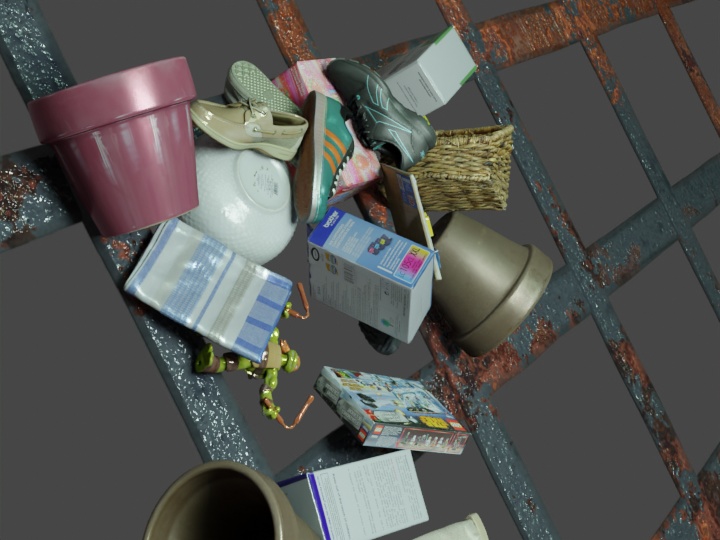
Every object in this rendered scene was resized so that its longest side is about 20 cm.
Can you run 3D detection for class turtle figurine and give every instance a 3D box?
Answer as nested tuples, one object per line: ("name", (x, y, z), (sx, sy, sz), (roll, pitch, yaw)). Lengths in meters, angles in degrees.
("turtle figurine", (-0.138, 0.100, 1.419), (0.159, 0.064, 0.204), (17, 66, -31))

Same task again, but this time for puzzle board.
("puzzle board", (0.073, -0.076, 1.574), (0.017, 0.200, 0.153), (-17, 103, -9))

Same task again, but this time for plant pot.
("plant pot", (-0.126, 0.333, 1.239), (0.174, 0.198, 0.204), (33, 47, -54))
("plant pot", (-0.282, -0.146, 1.314), (0.199, 0.198, 0.182), (-28, 106, -49))
("plant pot", (0.175, 0.005, 1.700), (0.174, 0.200, 0.201), (40, 45, -10))

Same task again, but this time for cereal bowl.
("cereal bowl", (-0.158, -0.110, 1.494), (0.198, 0.083, 0.203), (24, 53, -36))

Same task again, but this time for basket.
("basket", (0.131, -0.185, 1.700), (0.143, 0.197, 0.152), (42, 52, -60))

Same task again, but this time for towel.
("towel", (-0.191, 0.020, 1.382), (0.198, 0.024, 0.148), (30, 45, -7))

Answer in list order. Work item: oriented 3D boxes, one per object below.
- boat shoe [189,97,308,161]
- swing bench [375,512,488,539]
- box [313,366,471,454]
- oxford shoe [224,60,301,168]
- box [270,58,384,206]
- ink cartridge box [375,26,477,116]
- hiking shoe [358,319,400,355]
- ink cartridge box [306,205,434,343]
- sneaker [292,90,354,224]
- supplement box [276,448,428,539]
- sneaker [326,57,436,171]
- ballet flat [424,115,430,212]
("boat shoe", (-0.148, -0.200, 1.438), (0.198, 0.065, 0.072), (12, 30, -49))
("swing bench", (0.041, 0.404, 1.347), (0.197, 0.199, 0.132), (-4, 73, -47))
("box", (0.046, 0.199, 1.523), (0.198, 0.040, 0.137), (14, 19, -42))
("oxford shoe", (-0.127, -0.216, 1.573), (0.200, 0.058, 0.075), (48, 48, 7))
("box", (-0.059, -0.206, 1.633), (0.094, 0.102, 0.203), (-17, 84, -49))
("ink cartridge box", (0.069, -0.290, 1.738), (0.085, 0.198, 0.145), (54, 41, -14))
("hiking shoe", (0.045, 0.030, 1.640), (0.100, 0.075, 0.203), (8, 64, -40))
("ink cartridge box", (0.000, 0.000, 1.517), (0.197, 0.137, 0.077), (23, 56, 16))
("sneaker", (-0.044, -0.154, 1.513), (0.079, 0.071, 0.203), (15, 65, -25))
("supplement box", (-0.018, 0.306, 1.411), (0.198, 0.101, 0.105), (-5, 74, -47))
("sneaker", (0.021, -0.231, 1.594), (0.199, 0.075, 0.080), (41, 75, -1))
("ballet flat", (0.107, -0.181, 1.830), (0.067, 0.066, 0.203), (29, 48, -54))
